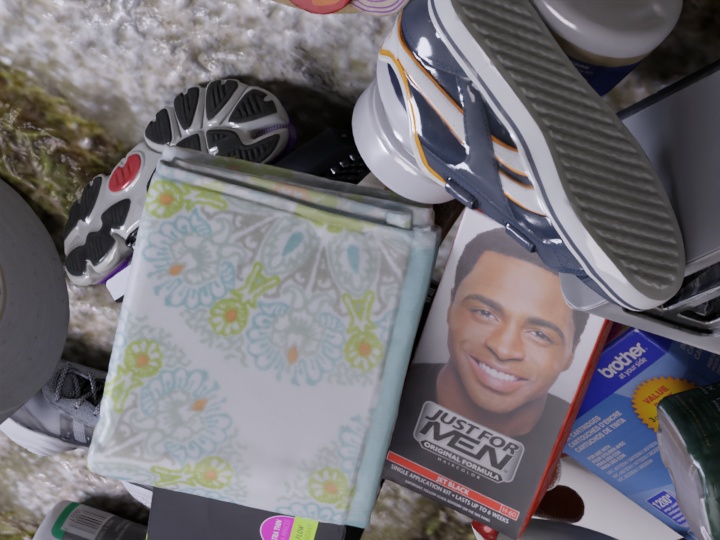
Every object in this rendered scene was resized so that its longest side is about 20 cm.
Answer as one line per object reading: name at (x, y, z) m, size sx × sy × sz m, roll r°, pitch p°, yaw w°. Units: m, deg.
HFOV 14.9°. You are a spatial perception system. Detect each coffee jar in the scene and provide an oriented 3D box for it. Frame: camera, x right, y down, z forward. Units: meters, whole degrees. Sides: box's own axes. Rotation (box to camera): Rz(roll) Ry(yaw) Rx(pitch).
coffee jar at (0.277, 0.092, 1.571) m, size 0.200 × 0.104 × 0.085 m, roll -17°, pitch 114°, yaw -3°

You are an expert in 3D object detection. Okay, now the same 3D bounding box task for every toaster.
toaster at (0.227, -0.031, 1.470) m, size 0.181 × 0.119 × 0.200 m, roll 17°, pitch 151°, yaw -35°

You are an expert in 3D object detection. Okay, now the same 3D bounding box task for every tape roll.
tape roll at (-0.289, 0.018, 1.768) m, size 0.200 × 0.200 × 0.066 m, roll 37°, pitch 137°, yaw -14°

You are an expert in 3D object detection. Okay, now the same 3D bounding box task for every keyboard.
keyboard at (-0.077, -0.030, 1.661) m, size 0.200 × 0.021 × 0.127 m, roll -34°, pitch 156°, yaw 31°

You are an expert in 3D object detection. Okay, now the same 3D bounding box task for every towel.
towel at (-0.054, 0.038, 1.583) m, size 0.171 × 0.048 × 0.200 m, roll 13°, pitch 100°, yaw -2°

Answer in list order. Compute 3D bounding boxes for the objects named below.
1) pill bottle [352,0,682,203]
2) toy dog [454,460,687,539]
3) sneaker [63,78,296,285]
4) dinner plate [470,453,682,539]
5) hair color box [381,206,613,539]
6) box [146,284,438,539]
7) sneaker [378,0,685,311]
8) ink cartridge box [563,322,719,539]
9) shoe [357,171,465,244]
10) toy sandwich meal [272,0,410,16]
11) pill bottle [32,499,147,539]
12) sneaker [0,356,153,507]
pill bottle at (0.078, -0.119, 1.501) m, size 0.111 × 0.111 × 0.200 m, roll 34°, pitch 140°, yaw -11°
toy dog at (0.129, 0.158, 1.736) m, size 0.200 × 0.096 × 0.132 m, roll 48°, pitch 178°, yaw 7°
sneaker at (-0.103, -0.051, 1.716) m, size 0.083 × 0.081 × 0.200 m, roll 15°, pitch 145°, yaw -39°
dinner plate at (0.170, 0.174, 1.839) m, size 0.200 × 0.024 × 0.200 m, roll 15°, pitch 140°, yaw 13°
hair color box at (0.086, 0.050, 1.610) m, size 0.101 × 0.061 × 0.200 m, roll 24°, pitch 123°, yaw 10°
box at (-0.043, 0.105, 1.736) m, size 0.124 × 0.200 × 0.149 m, roll 20°, pitch 140°, yaw 7°
sneaker at (0.085, -0.059, 1.402) m, size 0.079 × 0.078 × 0.200 m, roll -36°, pitch 85°, yaw 43°
ink cartridge box at (0.191, 0.075, 1.683) m, size 0.200 × 0.076 × 0.136 m, roll 36°, pitch 139°, yaw -10°
shoe at (0.000, 0.000, 1.637) m, size 0.070 × 0.053 × 0.200 m, roll 27°, pitch 103°, yaw -35°
toy sandwich meal at (-0.044, -0.206, 1.500) m, size 0.205 × 0.070 × 0.205 m, roll 14°, pitch 139°, yaw 13°
pill bottle at (-0.145, 0.250, 2.014) m, size 0.200 × 0.113 × 0.113 m, roll 18°, pitch 140°, yaw 10°
sneaker at (-0.164, 0.088, 1.883) m, size 0.200 × 0.076 × 0.114 m, roll 30°, pitch 140°, yaw -15°
